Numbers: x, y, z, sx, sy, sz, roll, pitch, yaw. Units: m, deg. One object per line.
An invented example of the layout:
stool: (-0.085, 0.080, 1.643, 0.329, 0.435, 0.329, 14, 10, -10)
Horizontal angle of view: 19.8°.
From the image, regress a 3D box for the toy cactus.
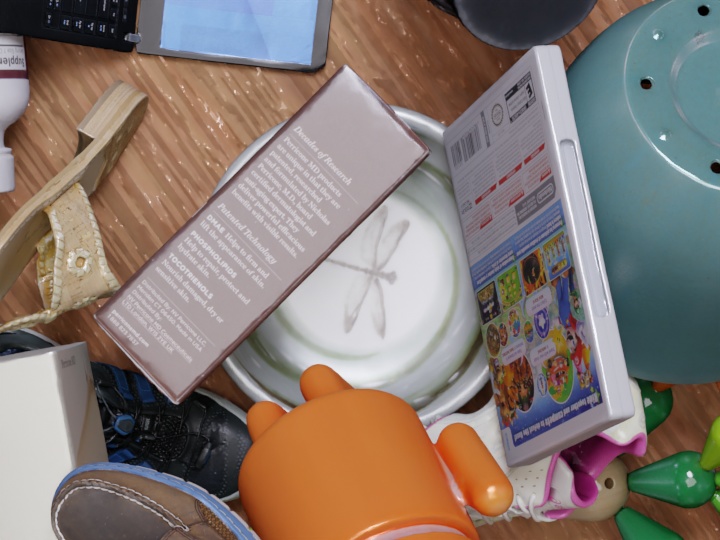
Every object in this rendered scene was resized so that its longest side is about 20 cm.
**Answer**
toy cactus: (0.177, 0.121, 1.238, 0.164, 0.102, 0.202, -6, 96, 20)

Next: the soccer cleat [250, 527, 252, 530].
soccer cleat: (-0.104, 0.209, 1.255, 0.199, 0.084, 0.065, -13, 55, -12)

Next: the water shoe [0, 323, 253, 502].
water shoe: (-0.151, 0.093, 1.232, 0.199, 0.079, 0.072, 19, 94, -1)

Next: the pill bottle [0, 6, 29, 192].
pill bottle: (-0.253, -0.143, 1.202, 0.112, 0.113, 0.202, -4, 94, 1)

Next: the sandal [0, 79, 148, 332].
sandal: (-0.163, -0.015, 1.193, 0.069, 0.078, 0.212, 29, 62, 3)

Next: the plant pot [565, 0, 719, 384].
plant pot: (0.189, -0.061, 1.140, 0.199, 0.161, 0.202, 3, 64, -6)

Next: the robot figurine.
robot figurine: (0.004, 0.146, 1.137, 0.143, 0.117, 0.201, -9, 49, -21)

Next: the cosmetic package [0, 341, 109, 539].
cosmetic package: (-0.176, 0.146, 1.144, 0.073, 0.104, 0.202, -10, 92, 2)

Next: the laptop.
laptop: (-0.110, -0.215, 1.199, 0.103, 0.199, 0.179, 8, 93, 37)

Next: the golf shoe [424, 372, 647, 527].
golf shoe: (0.084, 0.118, 1.207, 0.200, 0.075, 0.092, -43, 55, 22)

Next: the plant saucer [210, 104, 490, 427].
plant saucer: (0.000, 0.000, 1.240, 0.199, 0.050, 0.202, 0, 93, 0)

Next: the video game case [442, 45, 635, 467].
video game case: (0.094, -0.004, 1.124, 0.018, 0.143, 0.201, -5, 77, -20)

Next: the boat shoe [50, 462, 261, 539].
boat shoe: (-0.078, 0.163, 1.044, 0.199, 0.072, 0.073, 30, 99, 11)

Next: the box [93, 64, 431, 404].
box: (-0.053, -0.022, 1.165, 0.200, 0.100, 0.075, -43, 92, 3)

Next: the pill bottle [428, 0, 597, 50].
pill bottle: (0.066, -0.208, 1.141, 0.111, 0.200, 0.112, -8, 127, -11)
